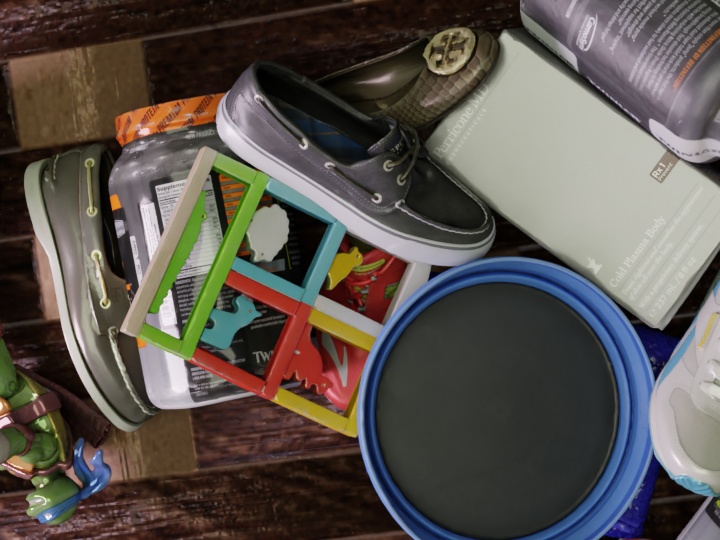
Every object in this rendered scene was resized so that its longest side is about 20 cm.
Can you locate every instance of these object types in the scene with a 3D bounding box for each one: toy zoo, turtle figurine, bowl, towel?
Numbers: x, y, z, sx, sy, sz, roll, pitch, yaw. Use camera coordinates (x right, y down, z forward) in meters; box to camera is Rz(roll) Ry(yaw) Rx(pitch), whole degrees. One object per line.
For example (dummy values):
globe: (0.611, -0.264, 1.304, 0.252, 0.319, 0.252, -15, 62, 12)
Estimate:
toy zoo: (-0.039, 0.021, 1.340, 0.199, 0.020, 0.132, 26, 82, -13)
turtle figurine: (-0.289, 0.101, 1.443, 0.199, 0.144, 0.195, -19, 86, 8)
bowl: (0.093, 0.092, 1.339, 0.199, 0.039, 0.202, 0, 90, -12)
towel: (0.114, 0.094, 1.394, 0.199, 0.050, 0.149, 14, 98, 0)

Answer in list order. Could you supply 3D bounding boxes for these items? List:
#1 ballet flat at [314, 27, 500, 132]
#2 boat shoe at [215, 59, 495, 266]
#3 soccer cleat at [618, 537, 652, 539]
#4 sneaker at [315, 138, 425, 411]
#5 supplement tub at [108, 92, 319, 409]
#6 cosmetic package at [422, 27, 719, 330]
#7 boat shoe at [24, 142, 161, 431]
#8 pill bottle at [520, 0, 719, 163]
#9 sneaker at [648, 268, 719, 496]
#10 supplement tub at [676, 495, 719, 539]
ballet flat: (0.008, -0.121, 1.374, 0.199, 0.068, 0.046, -16, 130, 41)
boat shoe: (0.005, -0.074, 1.324, 0.199, 0.070, 0.066, 31, 139, -2)
soccer cleat: (0.129, 0.252, 1.388, 0.200, 0.085, 0.069, -37, 92, 20)
sneaker: (0.000, 0.000, 1.407, 0.076, 0.085, 0.202, 10, 96, 11)
supplement tub: (-0.102, -0.013, 1.400, 0.122, 0.122, 0.202, -11, 89, 12)
cosmetic package: (0.150, -0.064, 1.374, 0.199, 0.090, 0.107, 34, 103, 4)
boat shoe: (-0.176, 0.011, 1.449, 0.060, 0.072, 0.203, -20, 86, 19)
pill bottle: (0.204, -0.140, 1.316, 0.200, 0.106, 0.106, 44, 101, 27)
sneaker: (0.241, 0.049, 1.317, 0.076, 0.081, 0.201, 23, 62, 1)
supplement tub: (0.304, 0.144, 1.339, 0.122, 0.123, 0.201, 36, 99, 7)
